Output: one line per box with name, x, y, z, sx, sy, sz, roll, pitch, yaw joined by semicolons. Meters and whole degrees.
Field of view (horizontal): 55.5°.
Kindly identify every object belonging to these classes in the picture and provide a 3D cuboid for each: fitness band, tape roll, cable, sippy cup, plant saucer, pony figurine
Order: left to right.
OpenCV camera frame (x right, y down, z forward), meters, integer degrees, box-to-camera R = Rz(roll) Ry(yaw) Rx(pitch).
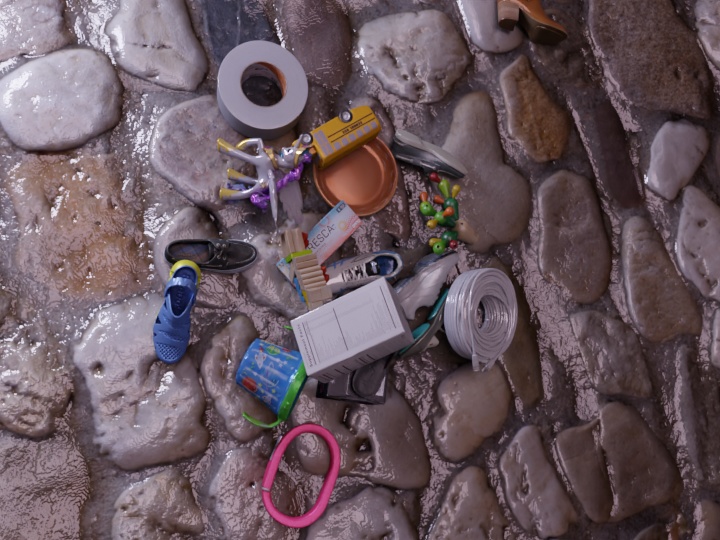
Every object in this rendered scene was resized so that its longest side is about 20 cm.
tape roll;-0.215;-0.393;1.499;0.194;0.066;0.206;3;78;-15
pony figurine;-0.191;-0.183;1.416;0.194;0.167;0.199;4;107;12
sippy cup;-0.173;0.207;1.359;0.128;0.141;0.180;27;49;2
fitness band;-0.117;0.409;1.374;0.141;0.037;0.204;24;75;-10
plant saucer;-0.013;-0.216;1.533;0.194;0.037;0.206;3;77;-14
cable;0.266;0.097;1.498;0.198;0.068;0.205;-30;107;-36

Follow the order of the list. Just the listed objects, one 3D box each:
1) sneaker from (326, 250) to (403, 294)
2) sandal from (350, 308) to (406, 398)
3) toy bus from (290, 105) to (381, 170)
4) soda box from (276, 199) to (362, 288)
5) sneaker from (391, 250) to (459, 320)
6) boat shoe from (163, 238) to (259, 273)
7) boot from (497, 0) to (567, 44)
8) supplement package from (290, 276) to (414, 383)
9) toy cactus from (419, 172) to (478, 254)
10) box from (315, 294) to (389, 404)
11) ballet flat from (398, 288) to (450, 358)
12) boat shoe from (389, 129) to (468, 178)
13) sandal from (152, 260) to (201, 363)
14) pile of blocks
sneaker;0.000;0.000;1.473;0.195;0.072;0.074;-16;84;-16
sandal;0.045;0.153;1.345;0.074;0.048;0.205;24;74;-10
toy bus;-0.056;-0.284;1.483;0.198;0.065;0.079;-33;90;-19
soda box;-0.088;-0.053;1.446;0.200;0.064;0.069;-45;92;-8
sneaker;0.147;0.028;1.518;0.198;0.074;0.088;-38;107;-16
boat shoe;-0.304;-0.033;1.404;0.194;0.057;0.071;-2;79;-15
boot;0.441;-0.671;1.735;0.195;0.074;0.159;15;71;-15
supplement package;-0.014;0.115;1.283;0.196;0.110;0.116;-24;69;8
toy cactus;0.207;-0.115;1.539;0.163;0.102;0.204;28;42;-30
box;-0.009;0.167;1.414;0.129;0.115;0.206;10;77;-14
ballet flat;0.160;0.128;1.494;0.064;0.067;0.201;43;71;-10
boat shoe;0.156;-0.256;1.586;0.196;0.073;0.063;24;116;-16
sandal;-0.361;0.083;1.336;0.077;0.087;0.206;9;94;-15
pile of blocks;-0.102;0.002;1.360;0.061;0.083;0.203;-12;60;-22
